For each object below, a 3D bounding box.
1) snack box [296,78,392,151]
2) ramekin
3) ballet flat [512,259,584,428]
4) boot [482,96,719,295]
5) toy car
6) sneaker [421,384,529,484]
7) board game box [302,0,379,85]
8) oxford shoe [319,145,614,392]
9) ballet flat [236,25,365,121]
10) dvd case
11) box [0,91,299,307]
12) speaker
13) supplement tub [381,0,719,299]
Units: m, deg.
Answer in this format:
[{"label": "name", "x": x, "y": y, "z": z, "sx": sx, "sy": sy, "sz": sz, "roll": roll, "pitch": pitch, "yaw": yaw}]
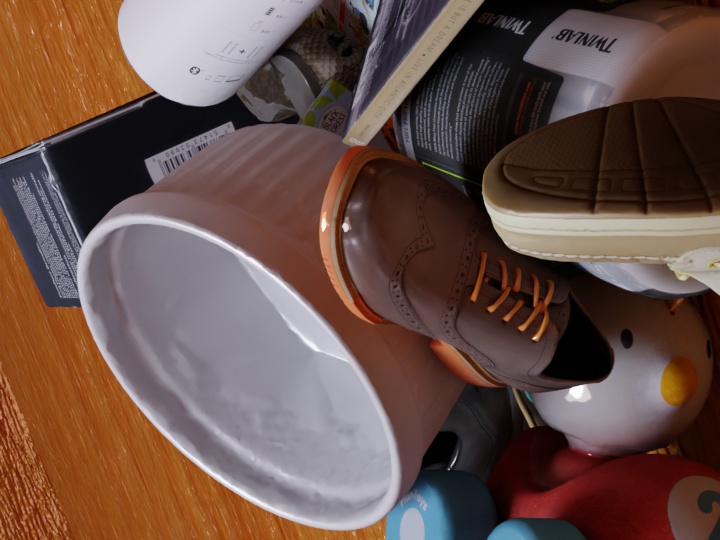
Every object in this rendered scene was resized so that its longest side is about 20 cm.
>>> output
[{"label": "snack box", "x": 0.000, "y": 0.000, "z": 0.959, "sx": 0.142, "sy": 0.053, "sz": 0.200, "roll": 33, "pitch": 146, "yaw": -2}, {"label": "ramekin", "x": -0.033, "y": 0.021, "z": 0.862, "sx": 0.199, "sy": 0.105, "sz": 0.201, "roll": 28, "pitch": 144, "yaw": 22}, {"label": "ballet flat", "x": 0.112, "y": 0.064, "z": 0.974, "sx": 0.063, "sy": 0.068, "sz": 0.201, "roll": -123, "pitch": 19, "yaw": -59}, {"label": "boot", "x": 0.150, "y": 0.010, "z": 0.671, "sx": 0.072, "sy": 0.198, "sz": 0.155, "roll": -86, "pitch": -9, "yaw": -48}, {"label": "toy car", "x": 0.134, "y": 0.074, "z": 0.852, "sx": 0.177, "sy": 0.183, "sz": 0.202, "roll": 18, "pitch": 101, "yaw": 62}, {"label": "sneaker", "x": 0.067, "y": 0.123, "z": 1.108, "sx": 0.076, "sy": 0.090, "sz": 0.201, "roll": 42, "pitch": 151, "yaw": 41}, {"label": "board game box", "x": -0.007, "y": -0.180, "z": 0.986, "sx": 0.201, "sy": 0.064, "sz": 0.148, "roll": 56, "pitch": 158, "yaw": 27}, {"label": "oxford shoe", "x": 0.051, "y": 0.002, "z": 0.739, "sx": 0.072, "sy": 0.072, "sz": 0.200, "roll": 11, "pitch": 167, "yaw": 33}, {"label": "ballet flat", "x": -0.042, "y": -0.122, "z": 1.002, "sx": 0.068, "sy": 0.046, "sz": 0.200, "roll": 61, "pitch": 167, "yaw": -18}, {"label": "dvd case", "x": 0.051, "y": -0.160, "z": 0.751, "sx": 0.016, "sy": 0.150, "sz": 0.200, "roll": 23, "pitch": 148, "yaw": -13}, {"label": "box", "x": -0.139, "y": -0.067, "z": 1.233, "sx": 0.196, "sy": 0.199, "sz": 0.125, "roll": 2, "pitch": 116, "yaw": 67}, {"label": "speaker", "x": -0.046, "y": -0.162, "z": 0.864, "sx": 0.200, "sy": 0.081, "sz": 0.082, "roll": -38, "pitch": 78, "yaw": 50}, {"label": "supplement tub", "x": 0.094, "y": -0.069, "z": 0.786, "sx": 0.200, "sy": 0.122, "sz": 0.123, "roll": 27, "pitch": 138, "yaw": 57}]
